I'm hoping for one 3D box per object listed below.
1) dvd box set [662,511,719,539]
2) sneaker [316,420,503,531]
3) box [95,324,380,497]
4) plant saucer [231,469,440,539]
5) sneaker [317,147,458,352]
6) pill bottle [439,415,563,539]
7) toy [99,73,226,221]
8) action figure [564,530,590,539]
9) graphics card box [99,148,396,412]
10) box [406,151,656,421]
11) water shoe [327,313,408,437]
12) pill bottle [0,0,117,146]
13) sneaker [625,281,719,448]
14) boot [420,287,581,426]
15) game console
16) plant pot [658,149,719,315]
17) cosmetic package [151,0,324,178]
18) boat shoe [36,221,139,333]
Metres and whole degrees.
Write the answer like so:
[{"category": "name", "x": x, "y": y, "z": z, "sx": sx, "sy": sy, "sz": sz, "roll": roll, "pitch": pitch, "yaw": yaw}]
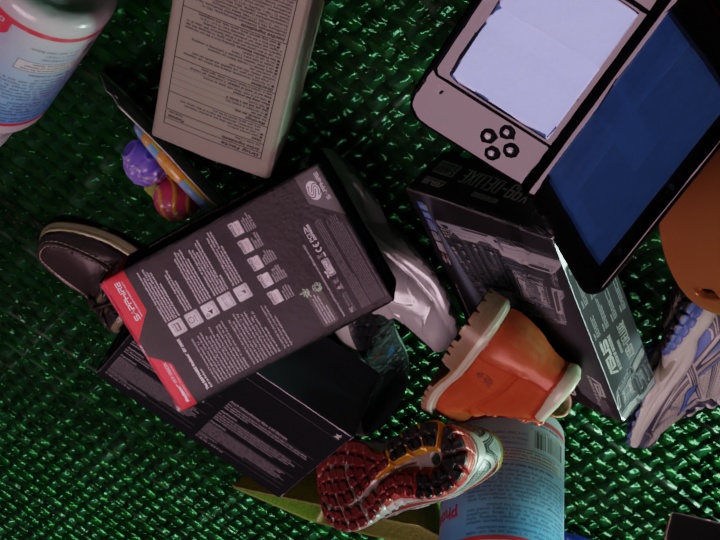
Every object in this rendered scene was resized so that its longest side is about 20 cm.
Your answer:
[{"category": "dvd box set", "x": 0.336, "y": 0.248, "z": 1.419, "sx": 0.144, "sy": 0.030, "sz": 0.200, "roll": 12, "pitch": 169, "yaw": 13}, {"category": "sneaker", "x": 0.038, "y": 0.176, "z": 1.386, "sx": 0.082, "sy": 0.079, "sz": 0.199, "roll": 2, "pitch": 166, "yaw": -45}, {"category": "box", "x": -0.105, "y": 0.088, "z": 1.390, "sx": 0.199, "sy": 0.079, "sz": 0.141, "roll": 35, "pitch": 141, "yaw": -11}, {"category": "plant saucer", "x": 0.007, "y": 0.218, "z": 1.544, "sx": 0.198, "sy": 0.048, "sz": 0.200, "roll": 8, "pitch": 165, "yaw": 25}, {"category": "sneaker", "x": 0.000, "y": 0.000, "z": 1.324, "sx": 0.099, "sy": 0.078, "sz": 0.200, "roll": -39, "pitch": 107, "yaw": 4}, {"category": "pill bottle", "x": 0.122, "y": 0.225, "z": 1.414, "sx": 0.107, "sy": 0.202, "sz": 0.109, "roll": 4, "pitch": 145, "yaw": 3}, {"category": "toy", "x": -0.146, "y": -0.064, "z": 1.318, "sx": 0.047, "sy": 0.115, "sz": 0.200, "roll": -46, "pitch": 115, "yaw": 2}, {"category": "action figure", "x": 0.186, "y": 0.284, "z": 1.555, "sx": 0.198, "sy": 0.100, "sz": 0.066, "roll": 25, "pitch": 139, "yaw": 1}, {"category": "graphics card box", "x": -0.085, "y": 0.009, "z": 1.262, "sx": 0.198, "sy": 0.051, "sz": 0.126, "roll": -28, "pitch": 104, "yaw": 13}, {"category": "box", "x": 0.135, "y": 0.013, "z": 1.274, "sx": 0.157, "sy": 0.050, "sz": 0.201, "roll": 23, "pitch": 149, "yaw": 45}, {"category": "water shoe", "x": -0.008, "y": 0.063, "z": 1.443, "sx": 0.079, "sy": 0.071, "sz": 0.201, "roll": 33, "pitch": 148, "yaw": 31}, {"category": "pill bottle", "x": -0.273, "y": -0.176, "z": 1.259, "sx": 0.108, "sy": 0.109, "sz": 0.200, "roll": 34, "pitch": 137, "yaw": -13}, {"category": "sneaker", "x": 0.272, "y": 0.087, "z": 1.324, "sx": 0.084, "sy": 0.078, "sz": 0.201, "roll": 16, "pitch": 139, "yaw": 0}, {"category": "boot", "x": 0.112, "y": 0.094, "z": 1.299, "sx": 0.107, "sy": 0.075, "sz": 0.200, "roll": 34, "pitch": 160, "yaw": 4}, {"category": "game console", "x": 0.143, "y": -0.120, "z": 1.089, "sx": 0.171, "sy": 0.119, "sz": 0.201, "roll": 30, "pitch": 120, "yaw": -9}, {"category": "plant pot", "x": 0.296, "y": -0.041, "z": 1.102, "sx": 0.139, "sy": 0.201, "sz": 0.201, "roll": -2, "pitch": 136, "yaw": 48}, {"category": "cosmetic package", "x": -0.084, "y": -0.178, "z": 1.189, "sx": 0.102, "sy": 0.088, "sz": 0.201, "roll": 20, "pitch": 138, "yaw": 0}, {"category": "boat shoe", "x": -0.209, "y": 0.026, "z": 1.477, "sx": 0.198, "sy": 0.065, "sz": 0.073, "roll": 28, "pitch": 141, "yaw": -5}]
